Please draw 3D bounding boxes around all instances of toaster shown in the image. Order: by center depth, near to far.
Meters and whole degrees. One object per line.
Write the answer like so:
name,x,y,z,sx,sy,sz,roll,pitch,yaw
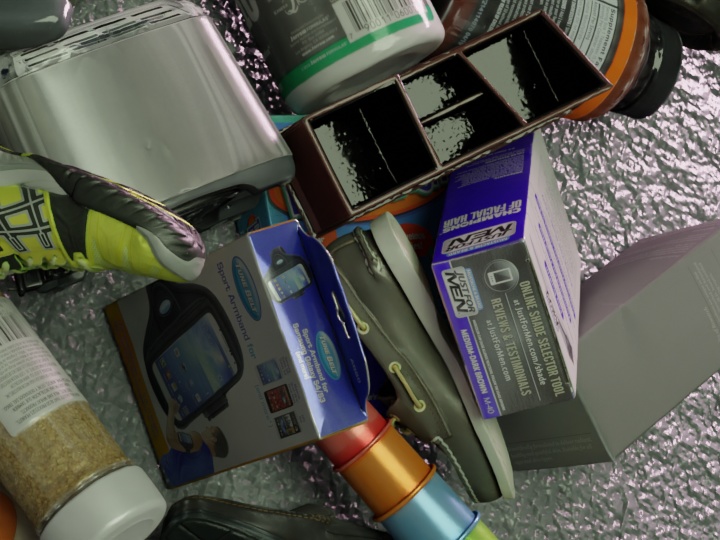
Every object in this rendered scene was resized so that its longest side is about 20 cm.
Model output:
toaster,-0.146,-0.073,1.217,0.199,0.114,0.130,-24,86,-29

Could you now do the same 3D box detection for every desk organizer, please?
desk organizer,0.050,-0.097,1.281,0.199,0.077,0.072,-27,92,-19

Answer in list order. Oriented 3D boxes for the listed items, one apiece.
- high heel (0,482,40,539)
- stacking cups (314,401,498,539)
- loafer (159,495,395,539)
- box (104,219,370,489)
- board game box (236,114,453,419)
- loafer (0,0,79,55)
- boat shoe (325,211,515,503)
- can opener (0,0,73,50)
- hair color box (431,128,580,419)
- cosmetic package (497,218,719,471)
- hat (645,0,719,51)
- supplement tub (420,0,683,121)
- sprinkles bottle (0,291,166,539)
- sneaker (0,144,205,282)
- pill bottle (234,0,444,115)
high heel,-0.178,0.173,1.176,0.199,0.096,0.068,12,55,-9
stacking cups,0.037,0.152,1.251,0.200,0.060,0.061,47,57,-2
loafer,-0.037,0.174,1.250,0.200,0.073,0.072,29,36,-31
box,-0.069,0.049,1.176,0.041,0.200,0.120,-18,86,-34
board game box,0.000,0.000,1.328,0.152,0.045,0.201,-5,79,-33
loafer,-0.195,-0.187,1.248,0.070,0.070,0.200,45,56,4
boat shoe,0.035,0.062,1.270,0.060,0.072,0.202,-25,109,6
can opener,-0.259,-0.168,1.155,0.199,0.053,0.067,8,52,-3
hair color box,0.095,-0.004,1.301,0.200,0.065,0.110,-77,150,-66
cosmetic package,0.179,0.048,1.390,0.200,0.107,0.090,-37,103,-32
hat,0.226,-0.212,1.469,0.201,0.201,0.081,44,80,-14
supplement tub,0.123,-0.167,1.417,0.199,0.107,0.107,18,68,-28
sprinkles bottle,-0.189,0.073,1.134,0.068,0.068,0.200,-28,70,-35
sneaker,-0.177,-0.024,1.112,0.199,0.075,0.077,18,89,13
pill bottle,-0.037,-0.211,1.319,0.113,0.113,0.201,-23,85,-35
